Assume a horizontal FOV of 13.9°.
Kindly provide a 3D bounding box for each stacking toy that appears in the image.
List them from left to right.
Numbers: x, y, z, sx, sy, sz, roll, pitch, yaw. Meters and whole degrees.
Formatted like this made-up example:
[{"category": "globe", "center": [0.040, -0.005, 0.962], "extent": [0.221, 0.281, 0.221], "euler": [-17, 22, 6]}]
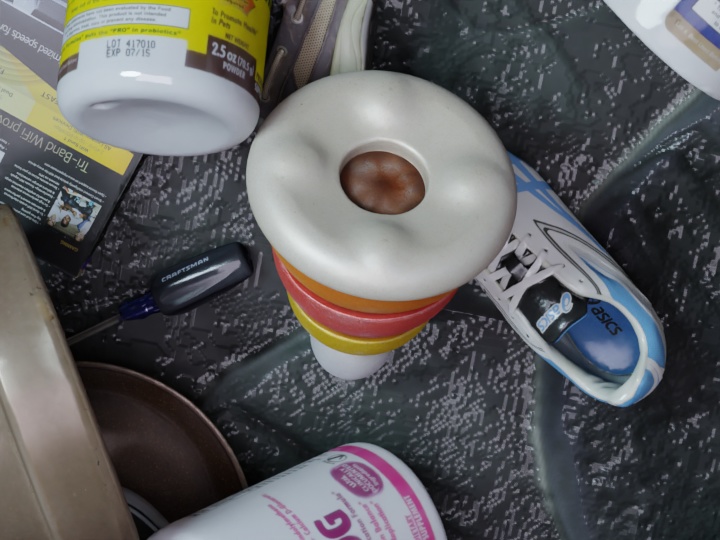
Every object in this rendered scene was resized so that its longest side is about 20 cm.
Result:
[{"category": "stacking toy", "center": [0.000, 0.000, 1.627], "extent": [0.145, 0.147, 0.200], "euler": [15, 144, 0]}]

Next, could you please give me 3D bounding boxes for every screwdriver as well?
[{"category": "screwdriver", "center": [-0.154, 0.030, 1.711], "extent": [0.199, 0.028, 0.029], "euler": [-21, 73, 11]}]

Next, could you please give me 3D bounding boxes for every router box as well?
[{"category": "router box", "center": [-0.207, -0.114, 1.660], "extent": [0.199, 0.052, 0.158], "euler": [29, 106, -4]}]

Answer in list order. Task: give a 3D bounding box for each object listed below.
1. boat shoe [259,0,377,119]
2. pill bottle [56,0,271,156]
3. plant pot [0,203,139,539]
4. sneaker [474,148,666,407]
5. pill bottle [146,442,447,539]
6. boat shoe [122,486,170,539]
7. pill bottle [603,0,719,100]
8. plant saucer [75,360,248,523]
[{"category": "boat shoe", "center": [-0.022, -0.166, 1.621], "extent": [0.073, 0.075, 0.201], "euler": [10, 105, 1]}, {"category": "pill bottle", "center": [-0.099, -0.170, 1.574], "extent": [0.109, 0.109, 0.201], "euler": [4, 73, 3]}, {"category": "plant pot", "center": [-0.233, 0.085, 1.587], "extent": [0.174, 0.200, 0.201], "euler": [-20, 104, -7]}, {"category": "sneaker", "center": [0.097, -0.003, 1.659], "extent": [0.200, 0.073, 0.072], "euler": [43, 106, -6]}, {"category": "pill bottle", "center": [-0.056, 0.180, 1.646], "extent": [0.113, 0.199, 0.114], "euler": [26, 127, 41]}, {"category": "boat shoe", "center": [-0.119, 0.222, 1.701], "extent": [0.072, 0.071, 0.201], "euler": [-18, 103, 9]}, {"category": "pill bottle", "center": [0.225, -0.197, 1.575], "extent": [0.111, 0.111, 0.200], "euler": [41, 105, -7]}, {"category": "plant saucer", "center": [-0.160, 0.145, 1.738], "extent": [0.199, 0.037, 0.201], "euler": [1, 105, 5]}]
